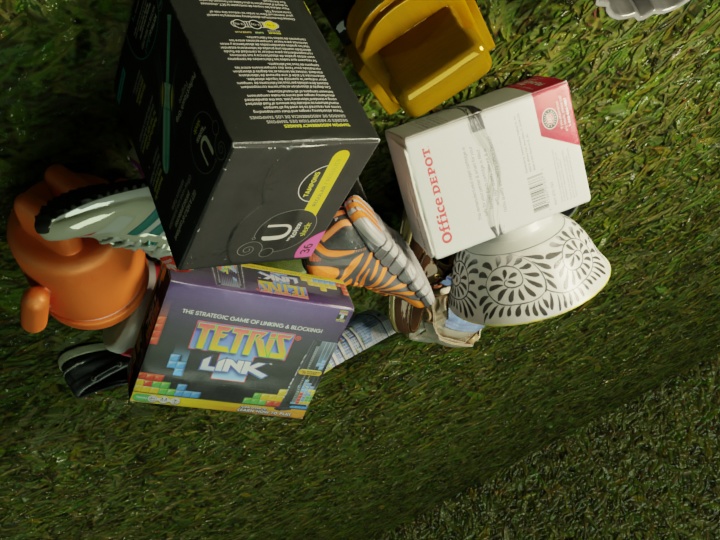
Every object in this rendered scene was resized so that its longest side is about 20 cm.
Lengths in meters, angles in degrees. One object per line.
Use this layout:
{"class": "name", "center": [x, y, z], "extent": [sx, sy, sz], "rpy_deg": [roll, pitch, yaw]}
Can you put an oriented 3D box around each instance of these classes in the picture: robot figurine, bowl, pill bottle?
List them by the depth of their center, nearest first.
{"class": "robot figurine", "center": [-0.272, -0.015, 0.852], "extent": [0.116, 0.144, 0.200], "rpy_deg": [-3, 150, -4]}
{"class": "pill bottle", "center": [-0.185, 0.066, 1.016], "extent": [0.200, 0.111, 0.111], "rpy_deg": [21, 130, -30]}
{"class": "bowl", "center": [0.191, -0.024, 1.052], "extent": [0.200, 0.201, 0.094], "rpy_deg": [-22, 113, -8]}

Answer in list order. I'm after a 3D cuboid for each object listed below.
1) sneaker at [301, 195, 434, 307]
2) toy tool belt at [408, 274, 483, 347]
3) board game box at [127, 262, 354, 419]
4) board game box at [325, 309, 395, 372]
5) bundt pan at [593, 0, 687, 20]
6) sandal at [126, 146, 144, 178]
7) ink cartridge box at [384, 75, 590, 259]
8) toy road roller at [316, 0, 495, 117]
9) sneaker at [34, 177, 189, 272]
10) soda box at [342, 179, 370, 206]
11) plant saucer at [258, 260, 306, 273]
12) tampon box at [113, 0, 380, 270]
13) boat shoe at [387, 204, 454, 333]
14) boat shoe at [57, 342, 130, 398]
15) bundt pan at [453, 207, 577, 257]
{"class": "sneaker", "center": [0.000, 0.000, 1.005], "extent": [0.112, 0.078, 0.200], "rpy_deg": [-34, 133, 13]}
{"class": "toy tool belt", "center": [0.164, 0.050, 1.344], "extent": [0.200, 0.125, 0.123], "rpy_deg": [-3, 154, -39]}
{"class": "board game box", "center": [-0.129, 0.074, 0.931], "extent": [0.200, 0.057, 0.166], "rpy_deg": [10, 124, -24]}
{"class": "board game box", "center": [-0.055, 0.099, 1.213], "extent": [0.200, 0.062, 0.200], "rpy_deg": [-27, -178, -40]}
{"class": "bundt pan", "center": [0.282, -0.330, 0.795], "extent": [0.202, 0.076, 0.202], "rpy_deg": [-20, 152, -11]}
{"class": "sandal", "center": [-0.188, -0.052, 0.893], "extent": [0.050, 0.082, 0.203], "rpy_deg": [-46, 142, -13]}
{"class": "ink cartridge box", "center": [0.142, -0.119, 0.991], "extent": [0.200, 0.083, 0.145], "rpy_deg": [-20, 112, -9]}
{"class": "toy road roller", "center": [0.057, -0.194, 0.781], "extent": [0.123, 0.146, 0.200], "rpy_deg": [-31, 153, 11]}
{"class": "sneaker", "center": [-0.181, -0.036, 0.771], "extent": [0.070, 0.094, 0.200], "rpy_deg": [6, -160, 45]}
{"class": "soda box", "center": [-0.051, -0.119, 0.914], "extent": [0.071, 0.063, 0.200], "rpy_deg": [-26, 153, 1]}
{"class": "plant saucer", "center": [-0.125, 0.040, 1.154], "extent": [0.199, 0.048, 0.200], "rpy_deg": [-24, 153, -3]}
{"class": "tampon box", "center": [-0.101, -0.126, 0.707], "extent": [0.126, 0.200, 0.150], "rpy_deg": [-7, 148, -33]}
{"class": "boat shoe", "center": [0.081, -0.007, 1.096], "extent": [0.072, 0.067, 0.200], "rpy_deg": [-36, 139, -61]}
{"class": "boat shoe", "center": [-0.288, 0.128, 1.146], "extent": [0.199, 0.066, 0.075], "rpy_deg": [-3, 148, -37]}
{"class": "bundt pan", "center": [0.190, -0.091, 1.162], "extent": [0.202, 0.076, 0.202], "rpy_deg": [-20, 152, -11]}
